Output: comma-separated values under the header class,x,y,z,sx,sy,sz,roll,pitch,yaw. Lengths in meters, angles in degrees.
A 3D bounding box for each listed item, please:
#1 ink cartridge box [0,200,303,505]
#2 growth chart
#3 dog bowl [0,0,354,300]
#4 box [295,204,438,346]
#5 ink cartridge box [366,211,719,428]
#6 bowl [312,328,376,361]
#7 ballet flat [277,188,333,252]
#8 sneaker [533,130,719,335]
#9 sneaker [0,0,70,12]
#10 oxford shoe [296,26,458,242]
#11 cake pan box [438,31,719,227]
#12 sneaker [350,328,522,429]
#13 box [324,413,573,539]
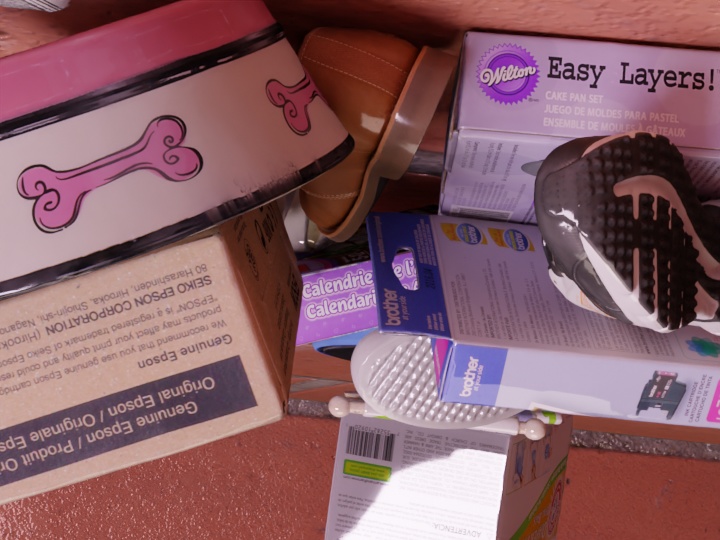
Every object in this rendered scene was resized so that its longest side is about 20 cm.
class,x,y,z,sx,sy,sz,roll,pitch,yaw
ink cartridge box,-0.112,0.022,0.628,0.165,0.075,0.200,-19,-168,5
growth chart,0.059,0.078,0.990,0.145,0.018,0.200,8,-176,3
dog bowl,-0.108,-0.049,0.585,0.200,0.074,0.200,-18,-169,4
box,0.000,0.000,0.903,0.137,0.039,0.200,-13,-172,-7
ink cartridge box,0.101,0.022,0.756,0.200,0.042,0.119,8,-150,-8
bowl,0.064,0.045,1.054,0.201,0.039,0.201,6,172,1
ballet flat,-0.042,-0.042,0.844,0.069,0.070,0.200,1,171,23
sneaker,0.104,-0.007,0.651,0.080,0.074,0.200,2,170,26
sneaker,-0.181,-0.091,0.550,0.200,0.082,0.078,-1,170,28
oxford shoe,-0.011,-0.067,0.713,0.071,0.071,0.200,23,164,-3
cake pan box,0.130,-0.053,0.732,0.184,0.052,0.200,7,171,3
sneaker,0.074,0.038,0.914,0.200,0.074,0.082,-7,-157,-28
box,0.065,0.136,1.042,0.112,0.101,0.200,9,-176,18
